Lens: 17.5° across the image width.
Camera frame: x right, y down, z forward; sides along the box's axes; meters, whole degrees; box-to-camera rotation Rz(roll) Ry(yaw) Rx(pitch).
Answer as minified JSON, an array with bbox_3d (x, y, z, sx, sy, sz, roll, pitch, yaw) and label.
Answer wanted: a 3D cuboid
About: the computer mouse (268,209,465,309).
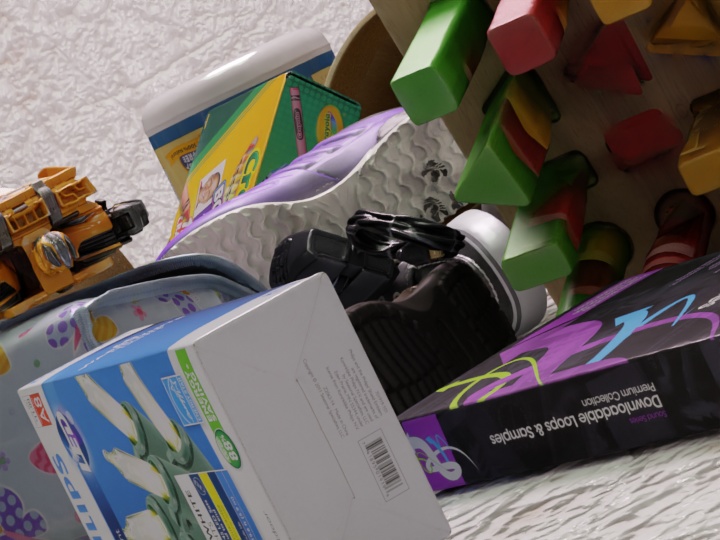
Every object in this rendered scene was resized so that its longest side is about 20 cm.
[{"bbox_3d":[0.000,0.000,1.132,0.200,0.059,0.034,161,129,-72],"label":"computer mouse"}]

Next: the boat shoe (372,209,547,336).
[{"bbox_3d":[0.033,0.019,1.212,0.066,0.070,0.200,-35,7,-18],"label":"boat shoe"}]

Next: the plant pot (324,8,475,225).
[{"bbox_3d":[0.101,-0.091,1.541,0.186,0.187,0.200,-23,-10,28],"label":"plant pot"}]

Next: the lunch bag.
[{"bbox_3d":[-0.129,0.071,1.152,0.169,0.127,0.200,-22,-6,29],"label":"lunch bag"}]

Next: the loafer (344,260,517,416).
[{"bbox_3d":[0.009,0.054,0.997,0.071,0.073,0.200,-35,-5,24],"label":"loafer"}]

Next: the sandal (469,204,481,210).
[{"bbox_3d":[0.075,-0.006,1.396,0.200,0.055,0.082,-39,-5,15],"label":"sandal"}]

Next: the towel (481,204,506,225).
[{"bbox_3d":[0.121,-0.073,1.124,0.132,0.035,0.200,-4,-32,0],"label":"towel"}]

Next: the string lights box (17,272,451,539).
[{"bbox_3d":[-0.053,0.069,0.871,0.059,0.103,0.200,-28,5,-26],"label":"string lights box"}]

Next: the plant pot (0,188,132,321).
[{"bbox_3d":[-0.232,0.082,1.310,0.186,0.187,0.200,-23,20,29],"label":"plant pot"}]

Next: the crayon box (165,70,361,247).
[{"bbox_3d":[-0.073,-0.013,1.455,0.119,0.058,0.200,-18,53,60],"label":"crayon box"}]

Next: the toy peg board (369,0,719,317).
[{"bbox_3d":[0.125,-0.065,0.989,0.199,0.200,0.098,-22,24,26],"label":"toy peg board"}]

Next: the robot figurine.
[{"bbox_3d":[-0.189,-0.002,1.158,0.145,0.058,0.200,-30,6,-30],"label":"robot figurine"}]

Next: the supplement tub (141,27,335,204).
[{"bbox_3d":[-0.051,-0.054,1.632,0.144,0.200,0.145,-26,4,2],"label":"supplement tub"}]

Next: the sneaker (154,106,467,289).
[{"bbox_3d":[-0.023,-0.031,1.275,0.200,0.070,0.100,-27,15,-5],"label":"sneaker"}]

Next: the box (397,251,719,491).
[{"bbox_3d":[0.121,0.025,0.858,0.143,0.036,0.200,-29,7,-38],"label":"box"}]
